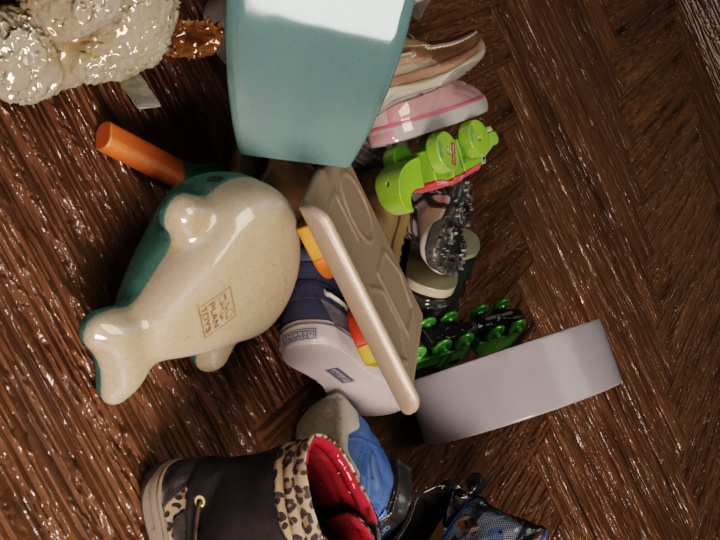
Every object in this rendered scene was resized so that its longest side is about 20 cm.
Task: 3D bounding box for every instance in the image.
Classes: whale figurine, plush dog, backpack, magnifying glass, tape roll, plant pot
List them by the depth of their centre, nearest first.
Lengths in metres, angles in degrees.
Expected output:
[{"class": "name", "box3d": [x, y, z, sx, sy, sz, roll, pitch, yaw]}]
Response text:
[{"class": "plush dog", "box3d": [-0.176, -0.223, 0.723, 0.172, 0.160, 0.200, 96, 3, -51]}, {"class": "whale figurine", "box3d": [-0.134, 0.007, 0.775, 0.200, 0.104, 0.159, -42, 142, -35]}, {"class": "plant pot", "box3d": [-0.040, -0.191, 0.813, 0.141, 0.141, 0.200, -101, -160, -62]}, {"class": "backpack", "box3d": [0.081, 0.302, 0.839, 0.190, 0.154, 0.200, -34, 133, -41]}, {"class": "magnifying glass", "box3d": [-0.136, -0.071, 0.879, 0.200, 0.022, 0.080, 30, 48, -48]}, {"class": "tape roll", "box3d": [0.147, 0.108, 1.027, 0.200, 0.200, 0.066, -9, 79, -58]}]

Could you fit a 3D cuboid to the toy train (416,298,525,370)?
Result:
[{"class": "toy train", "box3d": [0.080, 0.071, 1.035, 0.200, 0.056, 0.042, -12, 53, -35]}]

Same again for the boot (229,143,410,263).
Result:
[{"class": "boot", "box3d": [-0.032, -0.079, 0.976, 0.200, 0.066, 0.175, 44, 32, -39]}]

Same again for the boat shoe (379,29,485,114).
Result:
[{"class": "boat shoe", "box3d": [0.029, -0.185, 0.953, 0.200, 0.076, 0.072, -28, 100, -28]}]

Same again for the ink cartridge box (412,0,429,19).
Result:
[{"class": "ink cartridge box", "box3d": [-0.016, -0.328, 1.044, 0.200, 0.117, 0.068, 42, 64, 4]}]

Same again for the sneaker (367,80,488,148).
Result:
[{"class": "sneaker", "box3d": [0.061, -0.191, 1.076, 0.200, 0.075, 0.105, -25, 98, -53]}]

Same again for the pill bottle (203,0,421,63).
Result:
[{"class": "pill bottle", "box3d": [-0.042, -0.253, 0.954, 0.111, 0.200, 0.111, 38, 41, -42]}]

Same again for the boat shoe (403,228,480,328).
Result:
[{"class": "boat shoe", "box3d": [0.080, 0.003, 1.125, 0.201, 0.073, 0.063, -60, 164, -62]}]

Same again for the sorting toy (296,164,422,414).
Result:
[{"class": "sorting toy", "box3d": [0.000, 0.000, 0.864, 0.200, 0.036, 0.185, -83, 149, -68]}]

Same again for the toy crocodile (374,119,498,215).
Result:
[{"class": "toy crocodile", "box3d": [0.080, -0.107, 1.052, 0.200, 0.067, 0.062, -29, 104, -55]}]

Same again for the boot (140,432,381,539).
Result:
[{"class": "boot", "box3d": [-0.055, 0.208, 0.707, 0.073, 0.150, 0.200, -11, 81, -58]}]

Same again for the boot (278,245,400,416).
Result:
[{"class": "boot", "box3d": [-0.011, 0.057, 0.910, 0.200, 0.073, 0.091, 54, 29, -58]}]

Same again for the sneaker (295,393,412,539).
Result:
[{"class": "sneaker", "box3d": [-0.005, 0.195, 0.839, 0.111, 0.077, 0.200, 49, 18, -21]}]

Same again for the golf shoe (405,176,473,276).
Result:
[{"class": "golf shoe", "box3d": [0.065, -0.049, 1.089, 0.200, 0.094, 0.078, -68, 157, -66]}]

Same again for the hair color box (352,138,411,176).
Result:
[{"class": "hair color box", "box3d": [-0.004, -0.203, 1.116, 0.101, 0.061, 0.200, 27, 50, -47]}]
